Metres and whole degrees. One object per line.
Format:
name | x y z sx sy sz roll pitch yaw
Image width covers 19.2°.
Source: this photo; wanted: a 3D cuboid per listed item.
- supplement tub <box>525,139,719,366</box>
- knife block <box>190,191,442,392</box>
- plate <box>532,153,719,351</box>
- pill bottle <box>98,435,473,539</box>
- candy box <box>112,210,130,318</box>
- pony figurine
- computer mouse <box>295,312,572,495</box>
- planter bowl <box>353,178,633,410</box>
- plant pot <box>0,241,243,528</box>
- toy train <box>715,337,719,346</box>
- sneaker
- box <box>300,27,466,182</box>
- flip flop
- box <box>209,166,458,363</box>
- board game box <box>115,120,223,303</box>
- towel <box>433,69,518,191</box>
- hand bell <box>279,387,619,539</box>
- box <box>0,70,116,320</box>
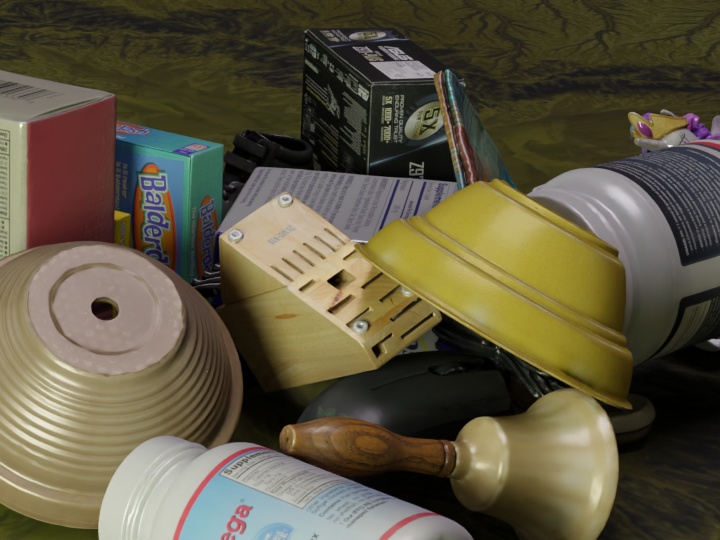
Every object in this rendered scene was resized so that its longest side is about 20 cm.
supplement tub | 0.195 -0.009 1.479 0.199 0.141 0.140 -14 25 -41
knife block | -0.039 0.046 1.434 0.200 0.176 0.064 35 55 30
plate | 0.254 -0.012 1.703 0.200 0.032 0.199 42 33 23
pill bottle | -0.042 0.157 1.143 0.199 0.109 0.109 17 23 35
candy box | -0.261 -0.011 1.599 0.199 0.103 0.026 13 22 26
pony figurine | 0.313 -0.075 1.693 0.200 0.167 0.193 49 42 5
computer mouse | 0.032 0.081 1.368 0.199 0.053 0.138 -31 40 -26
planter bowl | 0.101 0.000 1.313 0.200 0.084 0.200 29 5 -3
plant pot | -0.165 0.049 1.313 0.200 0.093 0.202 8 51 -10
toy train | 0.353 0.073 1.541 0.199 0.056 0.150 0 6 3
sneaker | -0.119 -0.065 1.784 0.199 0.100 0.071 -13 26 -35
box | 0.015 -0.108 1.828 0.086 0.165 0.200 -3 19 -17
flip flop | 0.104 0.086 1.446 0.199 0.058 0.081 1 19 -7
box | 0.000 0.000 1.605 0.199 0.106 0.184 4 18 6
board game box | -0.197 -0.037 1.610 0.199 0.153 0.045 15 22 29
towel | 0.105 -0.039 1.563 0.022 0.200 0.147 -20 55 12
hand bell | 0.040 0.109 1.226 0.199 0.105 0.104 10 13 -32
box | -0.253 -0.030 1.504 0.127 0.201 0.109 14 21 28
